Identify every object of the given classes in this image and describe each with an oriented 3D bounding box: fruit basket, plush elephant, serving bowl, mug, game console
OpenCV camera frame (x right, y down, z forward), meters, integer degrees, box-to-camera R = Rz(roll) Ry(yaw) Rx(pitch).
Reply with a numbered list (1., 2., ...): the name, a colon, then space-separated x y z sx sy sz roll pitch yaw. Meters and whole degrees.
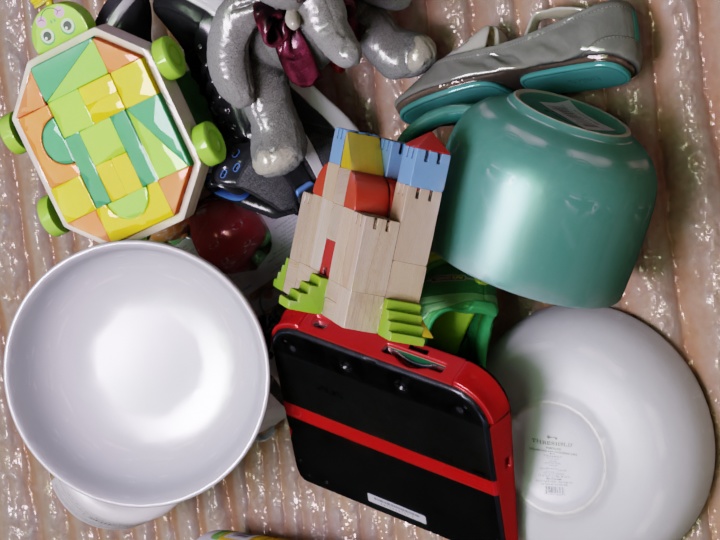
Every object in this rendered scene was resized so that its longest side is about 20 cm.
1. fruit basket: -0.123 -0.056 1.508 0.185 0.094 0.201 -33 98 34
2. plush elephant: -0.038 -0.190 1.307 0.164 0.155 0.201 -29 94 -8
3. serving bowl: -0.163 0.073 1.393 0.198 0.066 0.202 1 98 4
4. mug: 0.114 -0.063 1.290 0.184 0.152 0.115 18 109 -2
5. serving bowl: 0.156 0.130 1.363 0.199 0.066 0.202 8 105 31
6. game console: 0.025 0.118 1.368 0.199 0.031 0.178 19 138 30

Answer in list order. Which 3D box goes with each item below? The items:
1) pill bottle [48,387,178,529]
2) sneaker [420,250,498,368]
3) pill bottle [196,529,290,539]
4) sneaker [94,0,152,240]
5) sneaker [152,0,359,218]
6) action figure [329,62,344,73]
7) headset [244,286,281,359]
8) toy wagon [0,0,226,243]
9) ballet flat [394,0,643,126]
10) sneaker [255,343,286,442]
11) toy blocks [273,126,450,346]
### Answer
1. pill bottle: -0.199 0.155 1.524 0.115 0.114 0.200 65 164 4
2. sneaker: 0.045 0.071 1.373 0.084 0.073 0.201 -106 31 -46
3. pill bottle: -0.046 0.278 1.503 0.199 0.111 0.112 4 103 32
4. sneaker: -0.169 -0.118 1.430 0.082 0.072 0.202 14 108 13
5. sneaker: -0.101 -0.121 1.403 0.200 0.112 0.073 41 163 -5
6. action figure: -0.092 -0.235 1.447 0.199 0.065 0.100 30 122 23
7. headset: 0.000 0.000 1.409 0.199 0.094 0.124 -30 102 22
8. toy wagon: -0.197 -0.119 1.378 0.154 0.040 0.201 -22 97 21
9. ballet flat: 0.114 -0.152 1.344 0.199 0.067 0.064 -10 68 33
10. sneaker: -0.129 0.067 1.497 0.199 0.075 0.115 32 132 -11
11. toy blocks: 0.003 -0.036 1.290 0.200 0.099 0.138 -155 76 -70
